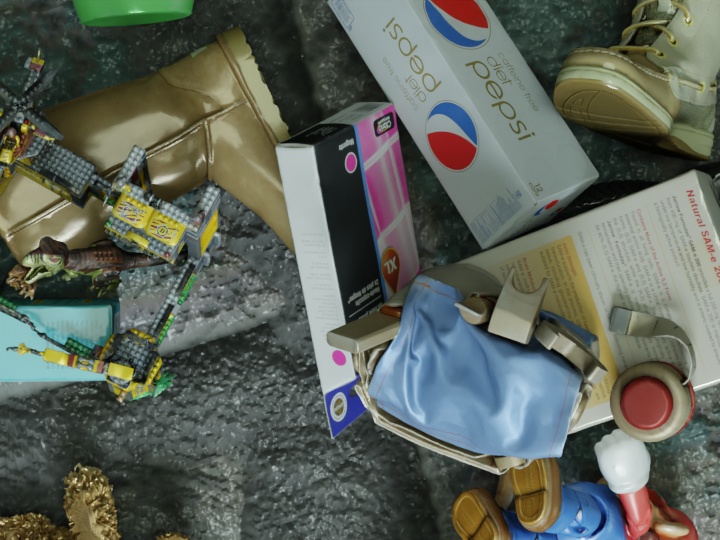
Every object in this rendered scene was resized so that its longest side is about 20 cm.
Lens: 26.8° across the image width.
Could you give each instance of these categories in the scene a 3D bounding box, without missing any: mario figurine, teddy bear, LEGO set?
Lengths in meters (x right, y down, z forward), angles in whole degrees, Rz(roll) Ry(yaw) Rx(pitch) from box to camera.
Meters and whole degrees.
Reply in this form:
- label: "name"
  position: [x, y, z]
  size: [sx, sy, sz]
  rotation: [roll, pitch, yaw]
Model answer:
- label: "mario figurine"
  position: [0.147, 0.159, 1.006]
  size: [0.199, 0.123, 0.107]
  rotation: [24, 75, -43]
- label: "teddy bear"
  position: [-0.198, 0.208, 1.017]
  size: [0.198, 0.067, 0.146]
  rotation: [-14, 86, 2]
- label: "LEGO set"
  position: [-0.173, -0.020, 0.900]
  size: [0.199, 0.116, 0.154]
  rotation: [36, 76, 4]

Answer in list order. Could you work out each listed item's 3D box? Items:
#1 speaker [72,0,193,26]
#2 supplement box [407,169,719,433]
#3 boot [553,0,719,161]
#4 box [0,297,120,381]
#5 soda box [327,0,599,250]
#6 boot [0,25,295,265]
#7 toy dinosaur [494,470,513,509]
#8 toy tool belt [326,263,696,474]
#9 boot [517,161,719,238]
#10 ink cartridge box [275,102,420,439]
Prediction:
- label: "speaker"
  position: [-0.155, -0.263, 0.972]
  size: [0.088, 0.088, 0.202]
  rotation: [-6, 94, -5]
- label: "supplement box"
  position: [0.146, 0.031, 0.959]
  size: [0.199, 0.073, 0.127]
  rotation: [-21, 83, 19]
- label: "boot"
  position: [0.191, -0.161, 0.969]
  size: [0.072, 0.199, 0.156]
  rotation: [14, 91, 31]
- label: "box"
  position: [-0.258, 0.044, 0.984]
  size: [0.198, 0.082, 0.050]
  rotation: [0, 92, -6]
- label: "soda box"
  position: [0.064, -0.119, 0.974]
  size: [0.068, 0.064, 0.201]
  rotation: [-22, 76, -39]
- label: "boot"
  position: [-0.135, -0.047, 1.002]
  size: [0.199, 0.066, 0.176]
  rotation: [-27, 88, -2]
- label: "toy dinosaur"
  position: [0.106, 0.093, 1.042]
  size: [0.105, 0.060, 0.202]
  rotation: [-10, 86, 16]
- label: "toy tool belt"
  position: [0.088, 0.061, 0.875]
  size: [0.198, 0.123, 0.126]
  rotation: [15, 96, 20]
- label: "boot"
  position: [0.208, 0.002, 1.035]
  size: [0.198, 0.070, 0.133]
  rotation: [-9, 101, 1]
- label: "ink cartridge box"
  position: [0.000, 0.000, 0.979]
  size: [0.037, 0.095, 0.202]
  rotation: [6, 114, 33]
